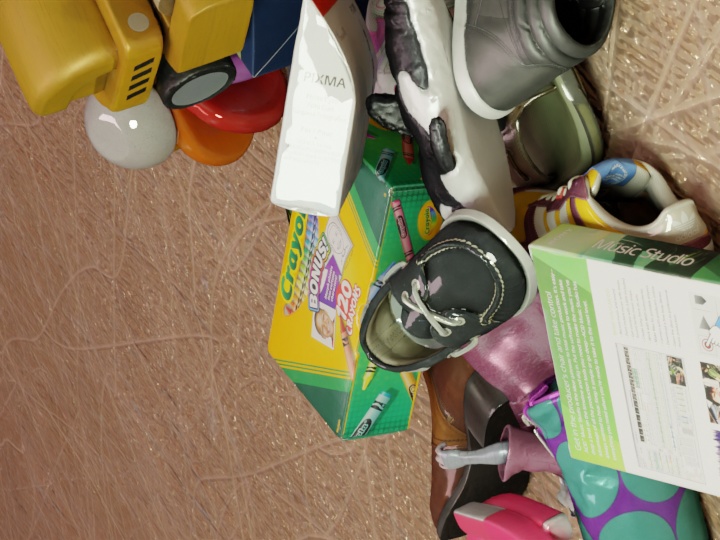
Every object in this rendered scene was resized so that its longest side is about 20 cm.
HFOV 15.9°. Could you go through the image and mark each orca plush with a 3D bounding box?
[{"bbox_3d":[0.028,-0.105,1.544,0.200,0.071,0.105,61,-151,-30],"label":"orca plush"}]

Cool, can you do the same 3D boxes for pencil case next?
[{"bbox_3d":[0.167,0.151,1.621,0.085,0.092,0.200,-59,-47,-71],"label":"pencil case"}]

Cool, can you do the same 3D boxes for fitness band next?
[{"bbox_3d":[0.118,0.215,1.646,0.144,0.037,0.200,68,163,-12],"label":"fitness band"}]

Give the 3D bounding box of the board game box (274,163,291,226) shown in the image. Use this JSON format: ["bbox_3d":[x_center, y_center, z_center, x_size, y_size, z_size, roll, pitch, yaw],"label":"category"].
[{"bbox_3d":[-0.026,-0.019,2.060,0.200,0.023,0.105,-137,31,-69],"label":"board game box"}]

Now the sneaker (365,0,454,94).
[{"bbox_3d":[0.046,-0.159,1.676,0.200,0.081,0.088,-2,108,70],"label":"sneaker"}]

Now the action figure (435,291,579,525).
[{"bbox_3d":[0.128,0.078,1.704,0.149,0.134,0.200,-31,87,32],"label":"action figure"}]

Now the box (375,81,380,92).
[{"bbox_3d":[0.020,-0.027,1.841,0.144,0.036,0.200,58,144,38],"label":"box"}]

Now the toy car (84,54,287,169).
[{"bbox_3d":[-0.127,-0.172,2.053,0.150,0.175,0.200,20,133,28],"label":"toy car"}]

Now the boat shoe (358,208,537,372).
[{"bbox_3d":[0.050,0.020,1.567,0.076,0.060,0.200,47,160,6],"label":"boat shoe"}]

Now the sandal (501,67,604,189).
[{"bbox_3d":[0.102,-0.081,1.631,0.080,0.057,0.201,66,160,13],"label":"sandal"}]

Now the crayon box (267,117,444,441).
[{"bbox_3d":[0.000,0.000,1.772,0.119,0.058,0.200,47,135,48],"label":"crayon box"}]

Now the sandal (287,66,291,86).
[{"bbox_3d":[-0.029,-0.139,1.979,0.200,0.043,0.076,105,149,-74],"label":"sandal"}]

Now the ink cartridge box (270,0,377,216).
[{"bbox_3d":[-0.010,-0.146,1.601,0.160,0.047,0.200,-65,-13,-76],"label":"ink cartridge box"}]

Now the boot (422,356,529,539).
[{"bbox_3d":[0.051,0.079,1.913,0.200,0.068,0.188,58,157,35],"label":"boot"}]

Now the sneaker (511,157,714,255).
[{"bbox_3d":[0.144,-0.034,1.547,0.200,0.075,0.090,27,134,50],"label":"sneaker"}]

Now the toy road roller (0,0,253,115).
[{"bbox_3d":[-0.161,-0.178,1.715,0.123,0.146,0.200,64,160,15],"label":"toy road roller"}]

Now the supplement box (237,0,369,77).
[{"bbox_3d":[-0.057,-0.282,1.759,0.200,0.134,0.200,56,156,36],"label":"supplement box"}]

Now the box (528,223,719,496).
[{"bbox_3d":[0.190,0.057,1.450,0.200,0.036,0.145,12,124,42],"label":"box"}]

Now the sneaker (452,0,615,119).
[{"bbox_3d":[0.102,-0.197,1.528,0.099,0.071,0.200,-19,67,41],"label":"sneaker"}]
